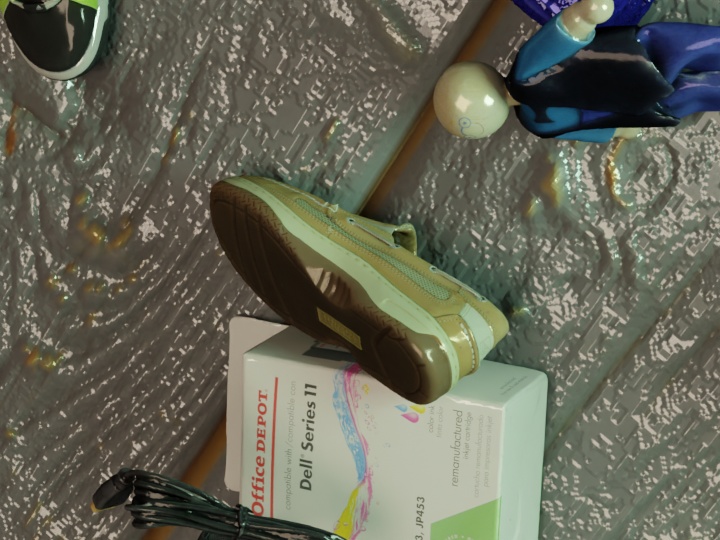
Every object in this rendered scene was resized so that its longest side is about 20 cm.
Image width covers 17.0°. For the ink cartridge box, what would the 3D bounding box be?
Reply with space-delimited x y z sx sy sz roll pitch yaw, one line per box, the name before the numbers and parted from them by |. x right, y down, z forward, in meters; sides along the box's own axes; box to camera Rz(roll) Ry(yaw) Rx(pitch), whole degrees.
ink cartridge box | -0.002 0.101 1.337 0.199 0.067 0.118 10 109 25

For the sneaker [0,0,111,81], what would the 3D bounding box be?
sneaker | -0.198 -0.201 1.347 0.071 0.083 0.201 -6 101 28

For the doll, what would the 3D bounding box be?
doll | 0.132 -0.097 1.189 0.199 0.137 0.049 -5 65 17

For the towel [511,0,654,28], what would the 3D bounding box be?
towel | 0.082 -0.215 1.220 0.200 0.050 0.148 39 118 13

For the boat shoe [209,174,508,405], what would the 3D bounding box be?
boat shoe | 0.000 0.000 1.312 0.200 0.076 0.072 39 148 34

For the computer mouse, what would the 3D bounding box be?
computer mouse | -0.088 0.163 1.327 0.140 0.200 0.046 20 71 -6
